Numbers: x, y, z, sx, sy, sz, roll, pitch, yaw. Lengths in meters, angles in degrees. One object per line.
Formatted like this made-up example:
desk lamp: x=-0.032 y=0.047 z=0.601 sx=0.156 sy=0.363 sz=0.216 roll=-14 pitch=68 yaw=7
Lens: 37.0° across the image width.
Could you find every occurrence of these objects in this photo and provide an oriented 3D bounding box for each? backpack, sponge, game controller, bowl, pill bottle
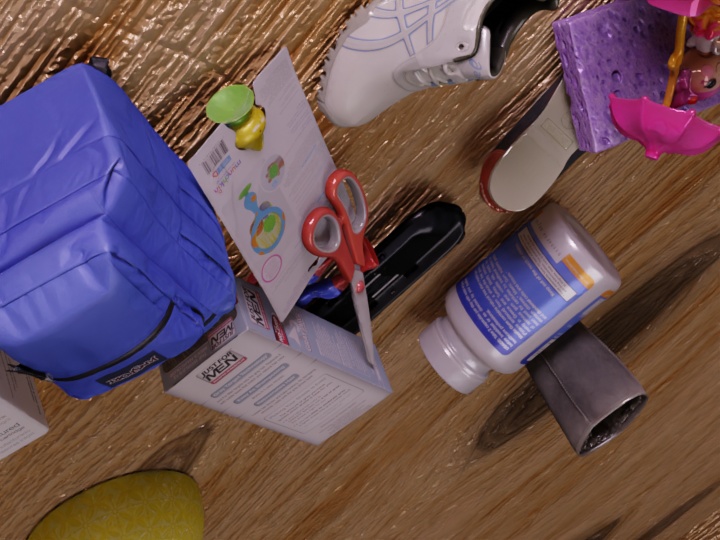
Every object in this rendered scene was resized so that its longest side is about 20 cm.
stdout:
backpack: x=-0.179 y=-0.002 z=0.716 sx=0.161 sy=0.169 sz=0.200 roll=-23 pitch=152 yaw=9
sponge: x=0.263 y=-0.185 z=0.905 sx=0.199 sy=0.030 sz=0.112 roll=-22 pitch=107 yaw=-15
game controller: x=0.014 y=0.007 z=1.006 sx=0.200 sy=0.042 sz=0.104 roll=-43 pitch=155 yaw=17
bowl: x=-0.250 y=0.317 z=1.164 sx=0.199 sy=0.108 sz=0.201 roll=-22 pitch=147 yaw=-15
pill bottle: x=0.158 y=0.034 z=1.109 sx=0.200 sy=0.112 sz=0.112 roll=-41 pitch=148 yaw=18

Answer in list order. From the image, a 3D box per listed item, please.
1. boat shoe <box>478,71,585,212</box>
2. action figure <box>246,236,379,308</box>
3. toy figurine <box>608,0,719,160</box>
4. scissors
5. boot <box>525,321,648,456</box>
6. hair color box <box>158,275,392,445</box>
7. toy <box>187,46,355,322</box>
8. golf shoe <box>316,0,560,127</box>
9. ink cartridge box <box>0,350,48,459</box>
boat shoe: x=0.181 y=-0.129 z=0.945 sx=0.200 sy=0.071 sz=0.063 roll=-46 pitch=-174 yaw=-1
action figure: x=-0.077 y=0.030 z=0.961 sx=0.200 sy=0.052 sz=0.065 roll=-38 pitch=143 yaw=18
toy figurine: x=0.256 y=-0.181 z=0.830 sx=0.200 sy=0.149 sz=0.185 roll=-38 pitch=144 yaw=-41
scissors: x=0.000 y=0.000 z=0.905 sx=0.073 sy=0.014 sz=0.201 roll=-56 pitch=143 yaw=-25
boot: x=0.195 y=0.116 z=1.169 sx=0.072 sy=0.201 sz=0.182 roll=3 pitch=136 yaw=-47
hair color box: x=-0.073 y=0.084 z=0.945 sx=0.099 sy=0.061 sz=0.200 roll=-37 pitch=141 yaw=21
toy: x=-0.072 y=-0.064 z=0.816 sx=0.115 sy=0.047 sz=0.200 roll=-55 pitch=151 yaw=-22
golf shoe: x=0.052 y=-0.159 z=0.758 sx=0.200 sy=0.098 sz=0.078 roll=-44 pitch=149 yaw=23
ink cartridge box: x=-0.344 y=0.087 z=0.777 sx=0.144 sy=0.084 sz=0.200 roll=-30 pitch=148 yaw=0
